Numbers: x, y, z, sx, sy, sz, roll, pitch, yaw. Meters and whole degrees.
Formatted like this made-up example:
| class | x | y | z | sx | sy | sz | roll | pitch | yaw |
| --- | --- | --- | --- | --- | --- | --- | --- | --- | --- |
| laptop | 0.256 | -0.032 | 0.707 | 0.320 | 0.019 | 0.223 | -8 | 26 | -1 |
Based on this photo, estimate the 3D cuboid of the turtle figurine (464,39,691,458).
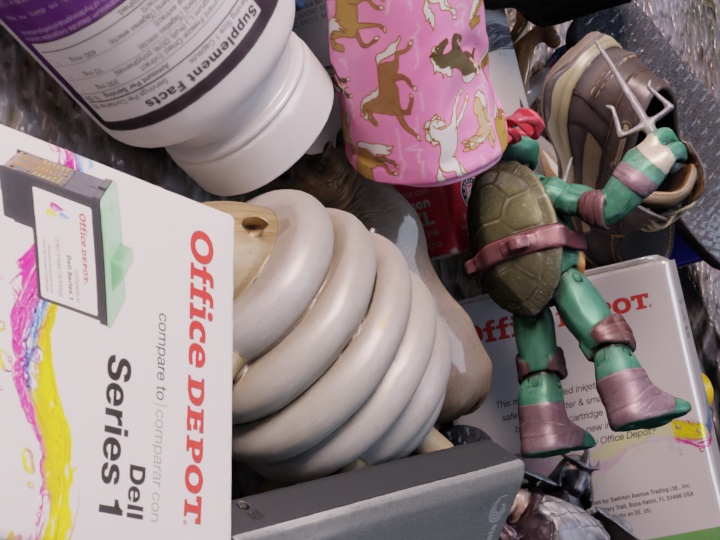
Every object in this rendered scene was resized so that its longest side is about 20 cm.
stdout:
| class | x | y | z | sx | sy | sz | roll | pitch | yaw |
| --- | --- | --- | --- | --- | --- | --- | --- | --- | --- |
| turtle figurine | 0.102 | -0.009 | 0.817 | 0.100 | 0.150 | 0.202 | -5 | 76 | -25 |

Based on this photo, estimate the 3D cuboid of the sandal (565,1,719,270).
| class | x | y | z | sx | sy | sz | roll | pitch | yaw |
| --- | --- | --- | --- | --- | --- | --- | --- | --- | --- |
| sandal | 0.208 | -0.092 | 1.036 | 0.076 | 0.043 | 0.201 | -29 | 85 | -14 |

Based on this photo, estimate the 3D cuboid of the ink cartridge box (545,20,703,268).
| class | x | y | z | sx | sy | sz | roll | pitch | yaw |
| --- | --- | --- | --- | --- | --- | --- | --- | --- | --- |
| ink cartridge box | 0.196 | -0.068 | 1.121 | 0.136 | 0.076 | 0.201 | -35 | 109 | -85 |

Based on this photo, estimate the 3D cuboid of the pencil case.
| class | x | y | z | sx | sy | sz | roll | pitch | yaw |
| --- | --- | --- | --- | --- | --- | --- | --- | --- | --- |
| pencil case | 0.023 | -0.141 | 0.726 | 0.087 | 0.082 | 0.201 | -80 | 164 | -59 |

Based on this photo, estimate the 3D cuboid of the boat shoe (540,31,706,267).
| class | x | y | z | sx | sy | sz | roll | pitch | yaw |
| --- | --- | --- | --- | --- | --- | --- | --- | --- | --- |
| boat shoe | 0.161 | -0.052 | 0.922 | 0.075 | 0.073 | 0.200 | -46 | 143 | -12 |

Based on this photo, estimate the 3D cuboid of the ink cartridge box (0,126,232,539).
| class | x | y | z | sx | sy | sz | roll | pitch | yaw |
| --- | --- | --- | --- | --- | --- | --- | --- | --- | --- |
| ink cartridge box | -0.141 | 0.029 | 0.543 | 0.199 | 0.084 | 0.146 | 21 | 61 | -44 |

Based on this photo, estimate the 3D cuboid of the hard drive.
| class | x | y | z | sx | sy | sz | roll | pitch | yaw |
| --- | --- | --- | --- | --- | --- | --- | --- | --- | --- |
| hard drive | -0.015 | 0.152 | 0.691 | 0.199 | 0.033 | 0.140 | -5 | 121 | -51 |

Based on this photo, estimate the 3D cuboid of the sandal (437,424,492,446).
| class | x | y | z | sx | sy | sz | roll | pitch | yaw |
| --- | --- | --- | --- | --- | --- | --- | --- | --- | --- |
| sandal | 0.019 | 0.165 | 0.833 | 0.075 | 0.045 | 0.201 | 48 | 56 | -30 |

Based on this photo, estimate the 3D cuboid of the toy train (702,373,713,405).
| class | x | y | z | sx | sy | sz | roll | pitch | yaw |
| --- | --- | --- | --- | --- | --- | --- | --- | --- | --- |
| toy train | 0.168 | 0.084 | 1.075 | 0.150 | 0.056 | 0.200 | -45 | 134 | -10 |

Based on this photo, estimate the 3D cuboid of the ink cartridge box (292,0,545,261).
| class | x | y | z | sx | sy | sz | roll | pitch | yaw |
| --- | --- | --- | --- | --- | --- | --- | --- | --- | --- |
| ink cartridge box | 0.029 | -0.109 | 0.904 | 0.145 | 0.083 | 0.202 | -18 | 95 | -58 |

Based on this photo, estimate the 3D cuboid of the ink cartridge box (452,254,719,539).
| class | x | y | z | sx | sy | sz | roll | pitch | yaw |
| --- | --- | --- | --- | --- | --- | --- | --- | --- | --- |
| ink cartridge box | 0.137 | 0.103 | 0.926 | 0.084 | 0.144 | 0.202 | -5 | 82 | -74 |

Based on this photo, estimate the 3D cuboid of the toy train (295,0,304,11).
| class | x | y | z | sx | sy | sz | roll | pitch | yaw |
| --- | --- | --- | --- | --- | --- | --- | --- | --- | --- |
| toy train | -0.051 | -0.228 | 0.793 | 0.087 | 0.114 | 0.202 | 27 | 56 | -51 |

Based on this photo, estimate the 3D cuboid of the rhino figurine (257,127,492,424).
| class | x | y | z | sx | sy | sz | roll | pitch | yaw |
| --- | --- | --- | --- | --- | --- | --- | --- | --- | --- |
| rhino figurine | 0.000 | 0.000 | 0.811 | 0.201 | 0.087 | 0.060 | 62 | 30 | -7 |

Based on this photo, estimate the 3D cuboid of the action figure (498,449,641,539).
| class | x | y | z | sx | sy | sz | roll | pitch | yaw |
| --- | --- | --- | --- | --- | --- | --- | --- | --- | --- |
| action figure | 0.100 | 0.176 | 0.814 | 0.129 | 0.069 | 0.201 | 24 | 56 | -8 |

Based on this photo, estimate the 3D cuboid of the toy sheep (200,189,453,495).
| class | x | y | z | sx | sy | sz | roll | pitch | yaw |
| --- | --- | --- | --- | --- | --- | --- | --- | --- | --- |
| toy sheep | -0.024 | 0.040 | 0.724 | 0.200 | 0.137 | 0.139 | 45 | 43 | -34 |

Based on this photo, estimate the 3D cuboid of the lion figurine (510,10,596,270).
| class | x | y | z | sx | sy | sz | roll | pitch | yaw |
| --- | --- | --- | --- | --- | --- | --- | --- | --- | --- |
| lion figurine | 0.112 | -0.066 | 1.029 | 0.201 | 0.122 | 0.072 | 60 | 7 | 3 |

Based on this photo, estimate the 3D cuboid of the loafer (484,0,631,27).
| class | x | y | z | sx | sy | sz | roll | pitch | yaw |
| --- | --- | --- | --- | --- | --- | --- | --- | --- | --- |
| loafer | 0.114 | -0.192 | 0.923 | 0.200 | 0.073 | 0.072 | -4 | 82 | -61 |

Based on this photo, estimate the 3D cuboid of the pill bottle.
| class | x | y | z | sx | sy | sz | roll | pitch | yaw |
| --- | --- | --- | --- | --- | --- | --- | --- | --- | --- |
| pill bottle | -0.098 | -0.126 | 0.682 | 0.200 | 0.111 | 0.112 | 48 | 41 | -38 |
